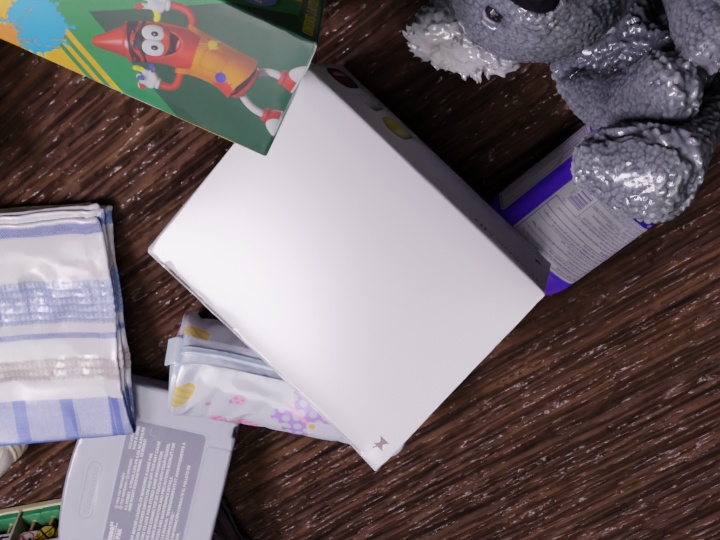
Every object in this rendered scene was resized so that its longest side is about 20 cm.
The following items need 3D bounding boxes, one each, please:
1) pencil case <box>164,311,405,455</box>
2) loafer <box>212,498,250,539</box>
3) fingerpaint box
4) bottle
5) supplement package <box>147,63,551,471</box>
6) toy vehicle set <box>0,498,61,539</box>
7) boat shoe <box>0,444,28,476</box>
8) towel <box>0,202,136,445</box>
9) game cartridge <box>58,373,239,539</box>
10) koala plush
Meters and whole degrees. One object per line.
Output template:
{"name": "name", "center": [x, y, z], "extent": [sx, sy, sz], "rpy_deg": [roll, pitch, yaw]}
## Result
{"name": "pencil case", "center": [-0.053, 0.089, 0.827], "extent": [0.197, 0.091, 0.084], "rpy_deg": [11, 86, -3]}
{"name": "loafer", "center": [-0.149, 0.248, 0.963], "extent": [0.071, 0.063, 0.201], "rpy_deg": [-24, 121, 18]}
{"name": "fingerpaint box", "center": [-0.103, -0.171, 0.579], "extent": [0.165, 0.201, 0.074], "rpy_deg": [23, 123, -12]}
{"name": "bottle", "center": [0.130, -0.027, 0.751], "extent": [0.083, 0.066, 0.200], "rpy_deg": [37, 120, -24]}
{"name": "supplement package", "center": [-0.002, -0.009, 0.678], "extent": [0.200, 0.111, 0.156], "rpy_deg": [43, 106, 2]}
{"name": "toy vehicle set", "center": [-0.347, 0.274, 0.955], "extent": [0.198, 0.125, 0.027], "rpy_deg": [-13, 125, 11]}
{"name": "boat shoe", "center": [-0.358, 0.107, 0.860], "extent": [0.073, 0.070, 0.201], "rpy_deg": [-9, 130, 43]}
{"name": "towel", "center": [-0.253, 0.046, 0.816], "extent": [0.145, 0.024, 0.202], "rpy_deg": [-4, 113, -4]}
{"name": "game cartridge", "center": [-0.184, 0.190, 0.897], "extent": [0.132, 0.041, 0.202], "rpy_deg": [13, 99, -11]}
{"name": "koala plush", "center": [0.132, -0.155, 0.624], "extent": [0.198, 0.184, 0.179], "rpy_deg": [24, 114, 10]}
